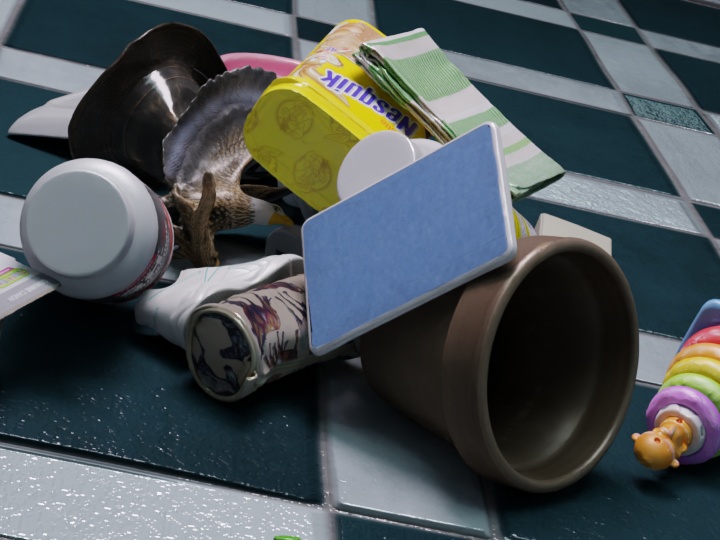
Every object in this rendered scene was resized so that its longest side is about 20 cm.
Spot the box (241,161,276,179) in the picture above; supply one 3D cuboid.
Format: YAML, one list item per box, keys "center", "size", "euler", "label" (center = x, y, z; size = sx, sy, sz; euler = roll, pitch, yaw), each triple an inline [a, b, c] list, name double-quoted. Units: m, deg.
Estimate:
- center: [-0.081, -0.134, 2.000]
  size: [0.199, 0.042, 0.119]
  euler: [2, -21, -36]
  label: "box"

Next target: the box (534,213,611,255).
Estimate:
- center: [0.197, 0.014, 1.854]
  size: [0.082, 0.069, 0.200]
  euler: [21, 20, 1]
  label: "box"

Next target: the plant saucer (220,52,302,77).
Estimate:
- center: [-0.084, -0.203, 2.267]
  size: [0.199, 0.051, 0.201]
  euler: [13, 19, -5]
  label: "plant saucer"

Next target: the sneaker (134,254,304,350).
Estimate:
- center: [-0.112, 0.019, 1.628]
  size: [0.080, 0.071, 0.200]
  euler: [16, 16, 31]
  label: "sneaker"

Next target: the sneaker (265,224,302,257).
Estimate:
- center: [0.000, 0.000, 1.747]
  size: [0.070, 0.074, 0.199]
  euler: [-15, 34, -40]
  label: "sneaker"

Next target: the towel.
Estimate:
- center: [0.094, -0.145, 1.758]
  size: [0.200, 0.023, 0.152]
  euler: [44, 26, 9]
  label: "towel"

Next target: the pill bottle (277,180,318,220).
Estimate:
- center: [0.015, -0.079, 1.894]
  size: [0.199, 0.112, 0.110]
  euler: [15, 17, 35]
  label: "pill bottle"

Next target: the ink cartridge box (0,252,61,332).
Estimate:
- center: [-0.343, 0.037, 1.395]
  size: [0.174, 0.084, 0.200]
  euler: [22, 21, 14]
  label: "ink cartridge box"

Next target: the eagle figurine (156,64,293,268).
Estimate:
- center: [-0.127, -0.074, 1.762]
  size: [0.151, 0.151, 0.201]
  euler: [41, 34, -19]
  label: "eagle figurine"

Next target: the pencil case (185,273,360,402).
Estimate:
- center: [-0.061, 0.052, 1.561]
  size: [0.089, 0.078, 0.200]
  euler: [34, 26, 23]
  label: "pencil case"

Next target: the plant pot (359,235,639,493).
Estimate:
- center: [0.098, 0.062, 1.524]
  size: [0.199, 0.202, 0.174]
  euler: [-6, 12, -44]
  label: "plant pot"

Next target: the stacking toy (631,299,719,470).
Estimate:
- center: [0.286, 0.122, 1.616]
  size: [0.116, 0.110, 0.200]
  euler: [35, 37, 19]
  label: "stacking toy"

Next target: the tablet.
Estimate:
- center: [0.034, -0.024, 1.493]
  size: [0.014, 0.199, 0.131]
  euler: [32, 41, -43]
  label: "tablet"

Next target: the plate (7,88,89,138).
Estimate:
- center: [-0.240, -0.169, 2.018]
  size: [0.198, 0.033, 0.199]
  euler: [5, 14, 21]
  label: "plate"

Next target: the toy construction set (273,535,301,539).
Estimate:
- center: [0.020, 0.212, 1.173]
  size: [0.199, 0.093, 0.131]
  euler: [19, -6, -11]
  label: "toy construction set"

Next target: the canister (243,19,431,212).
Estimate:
- center: [-0.007, -0.141, 1.756]
  size: [0.148, 0.087, 0.200]
  euler: [38, 32, -2]
  label: "canister"

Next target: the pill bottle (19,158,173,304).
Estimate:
- center: [-0.213, -0.031, 1.535]
  size: [0.110, 0.112, 0.200]
  euler: [15, -3, 1]
  label: "pill bottle"

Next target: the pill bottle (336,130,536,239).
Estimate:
- center: [0.065, -0.040, 1.630]
  size: [0.109, 0.110, 0.200]
  euler: [34, -3, 42]
  label: "pill bottle"

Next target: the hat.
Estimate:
- center: [-0.180, -0.131, 1.816]
  size: [0.081, 0.202, 0.200]
  euler: [40, 30, 30]
  label: "hat"
